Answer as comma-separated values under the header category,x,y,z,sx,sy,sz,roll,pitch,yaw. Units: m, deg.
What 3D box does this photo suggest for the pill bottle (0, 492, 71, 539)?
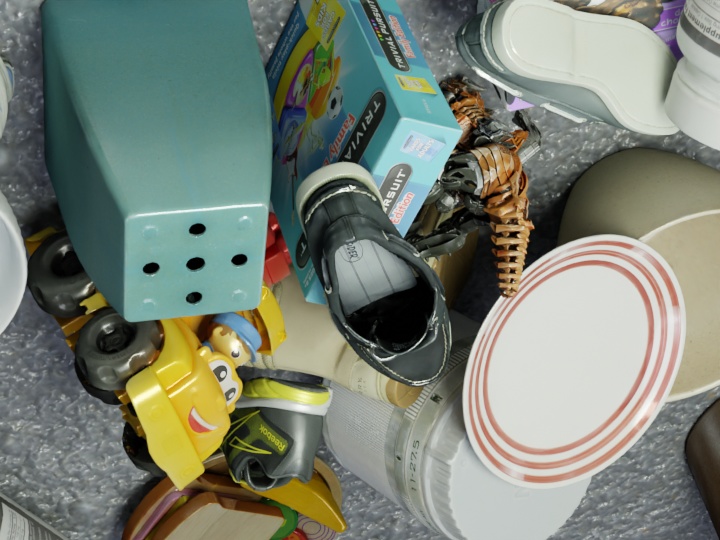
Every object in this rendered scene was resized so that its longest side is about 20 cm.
category,x,y,z,sx,sy,sz,roll,pitch,yaw
pill bottle,-0.319,0.235,1.349,0.110,0.111,0.200,-33,133,11

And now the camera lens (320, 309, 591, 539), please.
category,x,y,z,sx,sy,sz,roll,pitch,yaw
camera lens,0.073,0.120,1.308,0.159,0.200,0.161,-11,112,-30

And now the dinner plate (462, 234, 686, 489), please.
category,x,y,z,sx,sy,sz,roll,pitch,yaw
dinner plate,0.154,0.066,1.197,0.199,0.024,0.201,-13,118,-25

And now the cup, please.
category,x,y,z,sx,sy,sz,roll,pitch,yaw
cup,0.236,-0.015,1.301,0.199,0.144,0.201,-10,133,-10

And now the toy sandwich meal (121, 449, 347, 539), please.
category,x,y,z,sx,sy,sz,roll,pitch,yaw
toy sandwich meal,-0.105,0.231,1.451,0.204,0.070,0.206,-10,133,-11

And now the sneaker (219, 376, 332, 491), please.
category,x,y,z,sx,sy,sz,roll,pitch,yaw
sneaker,-0.092,0.134,1.305,0.074,0.085,0.200,14,165,-24

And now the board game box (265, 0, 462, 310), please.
category,x,y,z,sx,sy,sz,roll,pitch,yaw
board game box,-0.012,-0.097,1.096,0.047,0.201,0.151,10,126,-27

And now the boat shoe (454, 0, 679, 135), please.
category,x,y,z,sx,sy,sz,roll,pitch,yaw
boat shoe,0.149,-0.140,1.130,0.199,0.073,0.062,14,169,-39

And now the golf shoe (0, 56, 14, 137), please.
category,x,y,z,sx,sy,sz,roll,pitch,yaw
golf shoe,-0.280,-0.152,1.022,0.078,0.097,0.200,-29,133,9

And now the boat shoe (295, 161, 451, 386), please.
category,x,y,z,sx,sy,sz,roll,pitch,yaw
boat shoe,0.017,0.021,1.027,0.074,0.066,0.200,-21,135,-1

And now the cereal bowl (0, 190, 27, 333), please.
category,x,y,z,sx,sy,sz,roll,pitch,yaw
cereal bowl,-0.335,-0.019,1.132,0.199,0.084,0.201,-11,134,-11

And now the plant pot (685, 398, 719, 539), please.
category,x,y,z,sx,sy,sz,roll,pitch,yaw
plant pot,0.413,0.220,1.541,0.199,0.199,0.201,-10,133,-11

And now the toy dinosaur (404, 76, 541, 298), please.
category,x,y,z,sx,sy,sz,roll,pitch,yaw
toy dinosaur,0.070,-0.062,1.155,0.135,0.200,0.103,-23,115,4

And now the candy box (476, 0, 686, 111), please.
category,x,y,z,sx,sy,sz,roll,pitch,yaw
candy box,0.168,-0.225,1.135,0.167,0.072,0.201,-13,134,-8

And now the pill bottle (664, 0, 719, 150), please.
category,x,y,z,sx,sy,sz,roll,pitch,yaw
pill bottle,0.277,-0.184,1.083,0.112,0.113,0.201,1,123,-21

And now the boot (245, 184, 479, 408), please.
category,x,y,z,sx,sy,sz,roll,pitch,yaw
boot,0.000,0.000,1.265,0.155,0.201,0.073,10,157,26

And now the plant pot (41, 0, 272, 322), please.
category,x,y,z,sx,sy,sz,roll,pitch,yaw
plant pot,-0.128,-0.069,1.080,0.140,0.201,0.142,-5,132,-15

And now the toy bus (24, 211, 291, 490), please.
category,x,y,z,sx,sy,sz,roll,pitch,yaw
toy bus,-0.120,0.029,1.180,0.191,0.200,0.136,-29,138,-12
